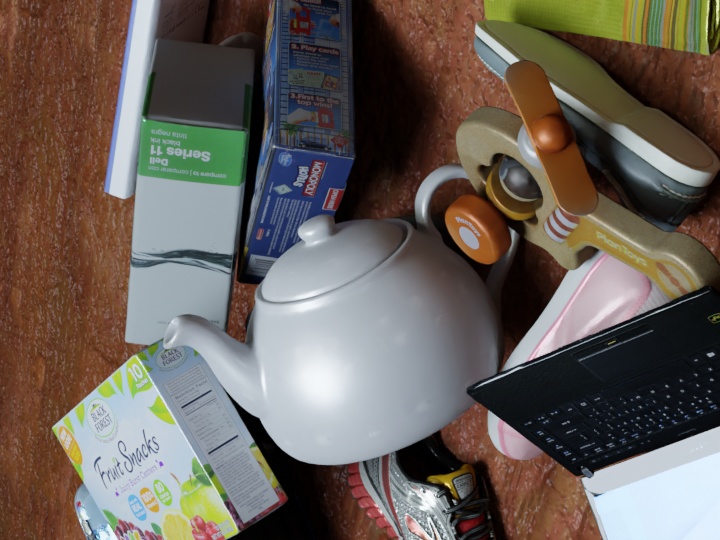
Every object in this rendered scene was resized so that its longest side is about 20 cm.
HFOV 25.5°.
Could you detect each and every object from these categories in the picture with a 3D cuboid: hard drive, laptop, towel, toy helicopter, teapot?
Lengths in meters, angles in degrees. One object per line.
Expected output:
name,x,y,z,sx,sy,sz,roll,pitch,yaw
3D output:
hard drive,-0.166,-0.176,1.335,0.025,0.132,0.202,19,121,9
laptop,0.191,0.126,0.968,0.176,0.200,0.104,-26,44,31
towel,0.151,-0.193,1.029,0.199,0.018,0.087,18,114,47
toy helicopter,0.136,-0.043,0.964,0.199,0.079,0.133,34,152,33
teapot,0.001,0.027,1.101,0.196,0.200,0.147,-13,110,28

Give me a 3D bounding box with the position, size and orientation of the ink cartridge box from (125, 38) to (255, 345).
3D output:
ink cartridge box,-0.133,-0.058,1.244,0.147,0.082,0.202,-94,11,-58

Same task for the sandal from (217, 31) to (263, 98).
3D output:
sandal,-0.138,-0.118,1.352,0.059,0.079,0.208,43,133,30

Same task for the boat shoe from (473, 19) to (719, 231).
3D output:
boat shoe,0.140,-0.095,1.029,0.200,0.072,0.062,41,126,29

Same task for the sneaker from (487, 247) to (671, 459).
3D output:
sneaker,0.158,0.077,1.054,0.105,0.075,0.201,52,132,33

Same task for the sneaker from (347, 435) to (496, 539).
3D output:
sneaker,0.065,0.195,1.203,0.200,0.077,0.082,51,130,24

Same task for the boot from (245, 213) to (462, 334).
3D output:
boot,0.000,0.000,1.233,0.199,0.075,0.074,-27,101,31

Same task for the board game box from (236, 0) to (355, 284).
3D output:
board game box,-0.048,-0.121,1.215,0.200,0.061,0.202,113,162,-60

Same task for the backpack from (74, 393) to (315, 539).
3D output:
backpack,-0.132,0.220,1.359,0.146,0.183,0.201,-28,88,28

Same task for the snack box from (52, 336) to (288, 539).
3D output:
snack box,-0.145,0.140,1.169,0.143,0.053,0.200,59,146,5
